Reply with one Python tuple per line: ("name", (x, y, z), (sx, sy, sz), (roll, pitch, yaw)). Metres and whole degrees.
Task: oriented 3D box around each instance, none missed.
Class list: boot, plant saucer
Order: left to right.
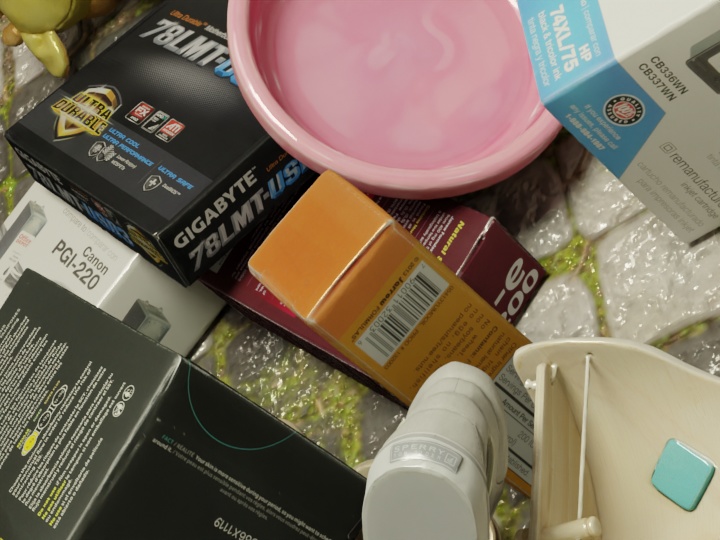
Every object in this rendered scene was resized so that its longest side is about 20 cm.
("plant saucer", (0.025, -0.125, 1.206), (0.199, 0.051, 0.202), (2, 64, -5))
("boot", (0.035, 0.142, 0.985), (0.073, 0.201, 0.096), (15, 32, 11))

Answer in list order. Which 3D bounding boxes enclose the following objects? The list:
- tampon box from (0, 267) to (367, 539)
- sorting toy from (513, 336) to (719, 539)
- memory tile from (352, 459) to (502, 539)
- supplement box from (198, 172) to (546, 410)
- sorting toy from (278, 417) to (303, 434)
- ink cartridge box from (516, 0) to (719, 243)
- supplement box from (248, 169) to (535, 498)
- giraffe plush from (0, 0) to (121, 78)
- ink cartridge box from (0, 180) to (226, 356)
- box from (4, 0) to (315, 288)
("tampon box", (-0.116, 0.107, 1.135), (0.127, 0.150, 0.200), (-58, 32, -5))
("sorting toy", (0.161, 0.129, 0.979), (0.179, 0.107, 0.201), (-12, 54, 28))
("memory tile", (0.013, 0.205, 1.087), (0.153, 0.017, 0.201), (23, 79, 33))
("supplement box", (0.000, 0.000, 1.237), (0.200, 0.061, 0.109), (28, 81, 50))
("sorting toy", (-0.082, 0.197, 1.193), (0.200, 0.036, 0.185), (-45, 41, 9))
("ink cartridge box", (0.197, -0.146, 1.093), (0.199, 0.147, 0.147), (-31, 45, 24))
("supplement box", (0.037, 0.036, 1.073), (0.069, 0.200, 0.066), (-49, 41, -2))
("giraffe plush", (-0.200, -0.227, 1.526), (0.163, 0.198, 0.174), (-56, 34, 43))
("ink cartridge box", (-0.184, 0.033, 1.367), (0.200, 0.085, 0.145), (-51, 41, -2))
("box", (-0.088, -0.100, 1.306), (0.198, 0.050, 0.200), (-43, 39, -13))
